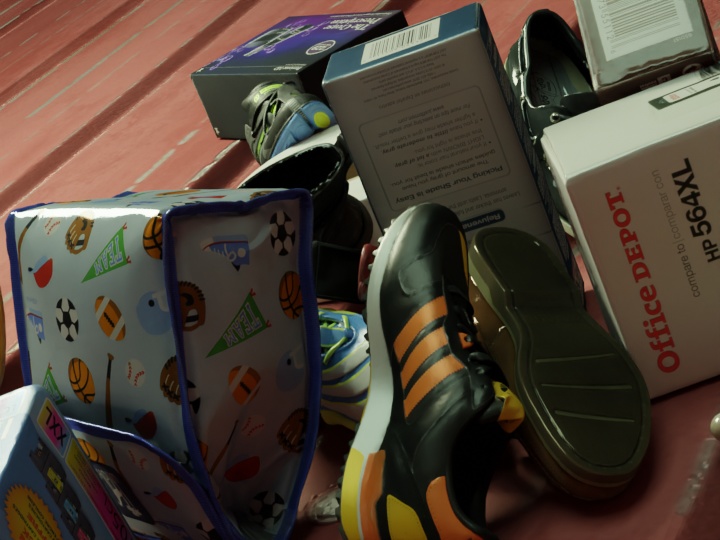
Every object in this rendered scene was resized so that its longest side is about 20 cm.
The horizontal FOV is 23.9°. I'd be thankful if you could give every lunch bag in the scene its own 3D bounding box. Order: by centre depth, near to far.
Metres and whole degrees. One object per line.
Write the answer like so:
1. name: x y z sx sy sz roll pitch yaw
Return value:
1. lunch bag: -0.112 0.058 0.958 0.124 0.201 0.170 -11 10 -40

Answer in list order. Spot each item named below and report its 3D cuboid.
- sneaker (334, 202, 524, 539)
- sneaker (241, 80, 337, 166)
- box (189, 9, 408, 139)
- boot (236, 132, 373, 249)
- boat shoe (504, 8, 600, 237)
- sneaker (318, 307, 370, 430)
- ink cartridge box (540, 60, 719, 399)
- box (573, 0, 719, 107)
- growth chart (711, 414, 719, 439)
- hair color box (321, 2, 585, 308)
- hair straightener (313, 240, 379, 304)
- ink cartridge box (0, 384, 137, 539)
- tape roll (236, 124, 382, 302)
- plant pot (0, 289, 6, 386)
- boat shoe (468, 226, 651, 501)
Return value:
1. sneaker: 0.050 0.057 0.878 0.090 0.070 0.201 -7 62 34
2. sneaker: -0.069 -0.122 1.452 0.071 0.083 0.200 -32 3 -8
3. box: -0.054 -0.192 1.677 0.141 0.079 0.200 -37 25 -27
4. boot: -0.076 -0.008 1.106 0.200 0.069 0.174 -42 -13 1
5. boat shoe: 0.147 -0.105 1.164 0.074 0.066 0.200 -1 47 -9
6. sneaker: -0.036 0.053 1.015 0.105 0.076 0.200 12 -4 -23
7. ink cartridge box: 0.216 -0.036 0.919 0.199 0.146 0.084 -22 23 6
8. box: 0.187 -0.110 1.032 0.075 0.200 0.100 -18 59 15
9. growth chart: 0.272 0.060 0.786 0.145 0.018 0.200 -34 23 -27
10. hair color box: 0.060 -0.050 1.035 0.100 0.201 0.061 -17 22 13
11. hair straightener: 0.000 0.000 1.100 0.077 0.041 0.200 4 3 18
12. ink cartridge box: -0.175 0.165 0.844 0.076 0.137 0.200 -24 20 12
13. tape roll: 0.004 -0.055 1.293 0.202 0.071 0.203 -20 20 8
14. plant pot: -0.378 0.043 1.299 0.188 0.201 0.201 -7 22 2
15. boat shoe: 0.101 0.061 0.920 0.072 0.068 0.200 7 35 -16
